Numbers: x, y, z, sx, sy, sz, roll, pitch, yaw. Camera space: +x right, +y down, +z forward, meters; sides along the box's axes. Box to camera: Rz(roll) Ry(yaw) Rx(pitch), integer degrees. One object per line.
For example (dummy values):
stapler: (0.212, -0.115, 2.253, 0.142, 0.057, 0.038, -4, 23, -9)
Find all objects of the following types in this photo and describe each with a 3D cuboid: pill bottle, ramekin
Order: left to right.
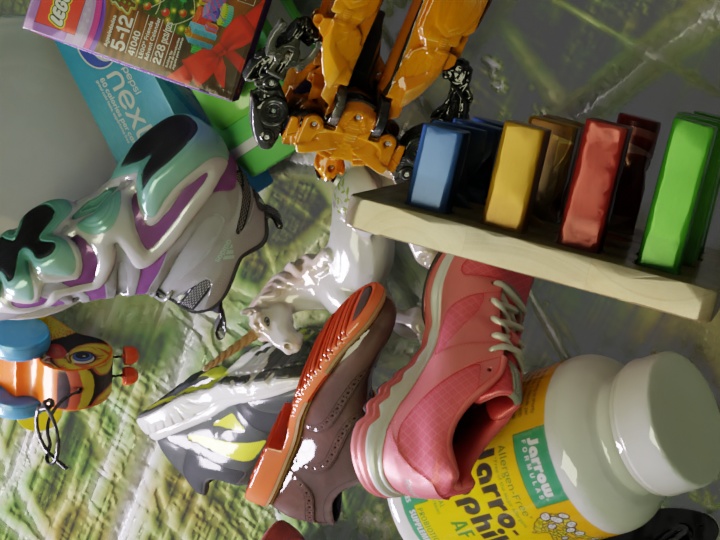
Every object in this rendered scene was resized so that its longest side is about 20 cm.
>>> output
ramekin: (-0.251, -0.068, 1.379, 0.094, 0.202, 0.204, 0, 112, 50)
pill bottle: (0.121, 0.117, 1.268, 0.199, 0.113, 0.113, -21, 99, 38)

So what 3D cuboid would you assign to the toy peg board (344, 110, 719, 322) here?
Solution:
toy peg board: (0.118, -0.053, 1.135, 0.198, 0.200, 0.098, 15, 99, 13)

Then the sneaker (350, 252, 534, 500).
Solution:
sneaker: (0.075, 0.055, 1.237, 0.086, 0.201, 0.074, 10, 157, 45)

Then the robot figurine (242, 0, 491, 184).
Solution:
robot figurine: (0.013, -0.145, 1.213, 0.144, 0.058, 0.201, 14, 117, -20)

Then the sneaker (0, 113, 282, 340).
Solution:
sneaker: (-0.140, 0.004, 1.308, 0.199, 0.078, 0.140, -31, 125, 18)

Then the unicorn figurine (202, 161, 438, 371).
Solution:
unicorn figurine: (0.000, 0.000, 1.329, 0.137, 0.074, 0.201, 26, 108, 21)

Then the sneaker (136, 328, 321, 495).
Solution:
sneaker: (-0.069, 0.102, 1.422, 0.199, 0.074, 0.085, -20, 106, 47)

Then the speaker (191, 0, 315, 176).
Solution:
speaker: (-0.090, -0.164, 1.295, 0.088, 0.088, 0.201, -29, 94, 39)

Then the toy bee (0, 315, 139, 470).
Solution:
toy bee: (-0.224, 0.075, 1.498, 0.200, 0.108, 0.131, 57, 142, 30)

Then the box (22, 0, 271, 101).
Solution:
box: (-0.107, -0.218, 1.229, 0.136, 0.039, 0.201, 19, 95, 1)

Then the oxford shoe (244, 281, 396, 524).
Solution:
oxford shoe: (-0.009, 0.087, 1.297, 0.072, 0.071, 0.200, 26, 133, -2)

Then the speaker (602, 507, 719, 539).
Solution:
speaker: (0.205, 0.255, 1.299, 0.081, 0.081, 0.201, 0, 112, 33)

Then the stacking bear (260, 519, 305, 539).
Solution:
stacking bear: (0.010, 0.264, 1.419, 0.199, 0.122, 0.114, 24, 133, 11)

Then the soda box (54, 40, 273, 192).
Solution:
soda box: (-0.141, -0.127, 1.358, 0.068, 0.064, 0.201, -22, 99, 38)
